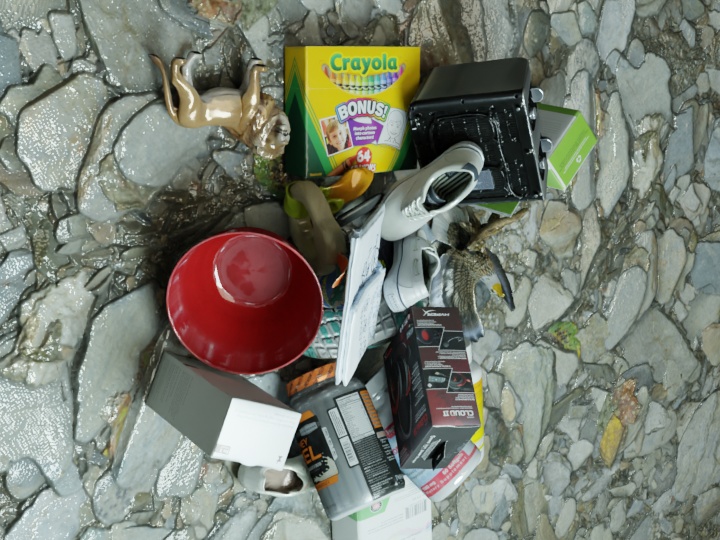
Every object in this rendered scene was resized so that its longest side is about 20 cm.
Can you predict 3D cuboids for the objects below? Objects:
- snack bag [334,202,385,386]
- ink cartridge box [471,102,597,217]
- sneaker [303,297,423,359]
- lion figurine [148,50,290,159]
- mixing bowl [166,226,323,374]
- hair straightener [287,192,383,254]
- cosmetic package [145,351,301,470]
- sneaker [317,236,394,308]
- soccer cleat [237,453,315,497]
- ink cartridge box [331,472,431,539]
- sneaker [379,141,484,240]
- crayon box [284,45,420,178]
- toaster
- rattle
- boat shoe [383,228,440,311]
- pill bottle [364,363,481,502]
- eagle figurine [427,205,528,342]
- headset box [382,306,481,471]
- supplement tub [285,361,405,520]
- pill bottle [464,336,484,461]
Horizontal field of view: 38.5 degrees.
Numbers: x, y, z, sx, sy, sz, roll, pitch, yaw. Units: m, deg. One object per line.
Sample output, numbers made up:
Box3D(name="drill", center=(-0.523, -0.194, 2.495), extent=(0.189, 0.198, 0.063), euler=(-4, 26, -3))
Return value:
Box3D(name="snack bag", center=(0.005, 0.024, 1.337), extent=(0.189, 0.021, 0.202), euler=(-52, 151, -69))
Box3D(name="ink cartridge box", center=(0.248, -0.159, 1.598), extent=(0.076, 0.147, 0.201), euler=(44, 75, -40))
Box3D(name="sneaker", center=(-0.003, 0.094, 1.516), extent=(0.198, 0.091, 0.078), euler=(-14, 69, -14))
Box3D(name="lion figurine", center=(-0.179, -0.209, 1.313), extent=(0.198, 0.073, 0.124), euler=(3, 113, -24))
Box3D(name="mixing bowl", center=(-0.145, 0.021, 1.339), extent=(0.198, 0.109, 0.202), euler=(0, 116, 0))
Box3D(name="hair straightener", center=(-0.040, -0.052, 1.449), extent=(0.200, 0.041, 0.077), euler=(-39, 81, -24))
Box3D(name="cosmetic package", center=(-0.178, 0.177, 1.318), extent=(0.112, 0.199, 0.082), euler=(19, 90, -39))
Box3D(name="sneaker", center=(0.000, 0.000, 1.501), extent=(0.199, 0.082, 0.075), euler=(-28, 101, -50))
Box3D(name="soccer cleat", center=(-0.086, 0.297, 1.500), extent=(0.198, 0.077, 0.070), euler=(2, 100, -38))
Box3D(name="ink cartridge box", center=(0.034, 0.404, 1.615), extent=(0.144, 0.087, 0.202), euler=(-14, 108, -34))
Box3D(name="sneaker", center=(0.087, -0.101, 1.425), extent=(0.073, 0.200, 0.071), euler=(40, 33, -12))
Box3D(name="crayon box", center=(-0.009, -0.224, 1.438), extent=(0.198, 0.058, 0.175), euler=(-9, 107, -36))
Box3D(name="toaster", center=(0.166, -0.189, 1.466), extent=(0.119, 0.198, 0.182), euler=(-65, 145, -47))
Box3D(name="rattle", center=(-0.012, -0.046, 1.346), extent=(0.142, 0.200, 0.132), euler=(-2, 116, -29))
Box3D(name="boat shoe", center=(0.085, -0.006, 1.485), extent=(0.201, 0.066, 0.074), euler=(-75, 144, -54))
Box3D(name="pill bottle", center=(0.078, 0.240, 1.544), extent=(0.200, 0.109, 0.109), euler=(45, 70, 2))
Box3D(name="eagle figurine", center=(0.182, 0.003, 1.624), extent=(0.150, 0.152, 0.201), euler=(3, 140, 1))
Box3D(name="headset box", center=(0.097, 0.173, 1.428), extent=(0.074, 0.149, 0.202), euler=(1, 58, -16))
Box3D(name="supplement tub", center=(-0.026, 0.238, 1.458), extent=(0.122, 0.122, 0.202), euler=(-14, 74, -34))
Box3D(name="pill bottle", center=(0.140, 0.208, 1.632), extent=(0.108, 0.109, 0.202), euler=(-16, 111, -34))
